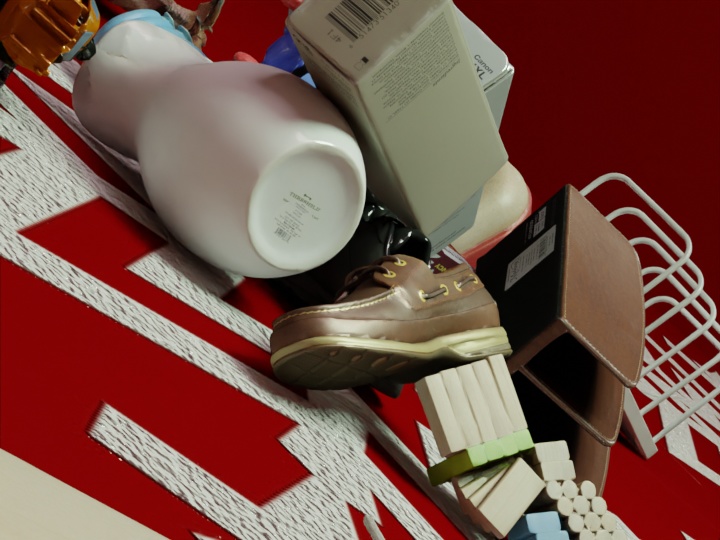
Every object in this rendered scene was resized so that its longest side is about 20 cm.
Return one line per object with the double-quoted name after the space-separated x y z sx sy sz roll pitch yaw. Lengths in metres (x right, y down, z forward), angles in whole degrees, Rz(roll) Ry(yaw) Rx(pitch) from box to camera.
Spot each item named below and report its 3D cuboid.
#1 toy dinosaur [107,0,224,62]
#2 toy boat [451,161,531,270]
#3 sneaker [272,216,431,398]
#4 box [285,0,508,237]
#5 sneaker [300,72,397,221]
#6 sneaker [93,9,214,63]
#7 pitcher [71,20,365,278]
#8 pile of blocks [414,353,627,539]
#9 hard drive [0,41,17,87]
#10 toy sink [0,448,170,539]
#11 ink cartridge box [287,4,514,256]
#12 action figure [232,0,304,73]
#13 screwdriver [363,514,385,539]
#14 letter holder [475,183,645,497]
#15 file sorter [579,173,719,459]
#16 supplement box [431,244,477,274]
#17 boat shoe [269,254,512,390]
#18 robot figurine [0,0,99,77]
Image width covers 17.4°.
-0.180 -0.236 1.935 0.136 0.086 0.200 51 16 17 "toy dinosaur"
0.064 -0.052 2.040 0.200 0.130 0.131 50 -18 43 "toy boat"
0.000 0.000 1.489 0.076 0.091 0.200 34 9 -39 "sneaker"
0.025 -0.106 1.417 0.068 0.082 0.200 43 -11 27 "box"
-0.011 -0.054 1.588 0.078 0.070 0.200 41 -19 25 "sneaker"
-0.110 -0.116 1.641 0.131 0.080 0.200 42 0 43 "sneaker"
-0.065 -0.064 1.431 0.171 0.121 0.200 28 5 -39 "pitcher"
0.092 0.140 1.353 0.200 0.082 0.062 50 -35 -4 "pile of blocks"
-0.256 -0.162 1.344 0.140 0.038 0.200 39 8 -14 "hard drive"
-0.090 0.107 0.457 0.200 0.112 0.130 31 12 -27 "toy sink"
0.017 -0.112 1.641 0.146 0.083 0.200 46 -24 20 "ink cartridge box"
-0.053 -0.165 1.465 0.099 0.065 0.200 42 -34 -14 "action figure"
0.030 0.156 1.024 0.200 0.028 0.029 -122 -170 -54 "screwdriver"
0.162 0.056 1.713 0.142 0.101 0.200 41 26 -16 "letter holder"
0.234 0.037 2.060 0.139 0.124 0.200 50 -7 42 "file sorter"
-0.003 -0.048 1.825 0.109 0.061 0.200 32 14 -48 "supplement box"
0.011 0.027 1.330 0.200 0.072 0.068 -1 73 -55 "boat shoe"
-0.197 -0.168 1.311 0.145 0.058 0.200 41 9 -14 "robot figurine"
